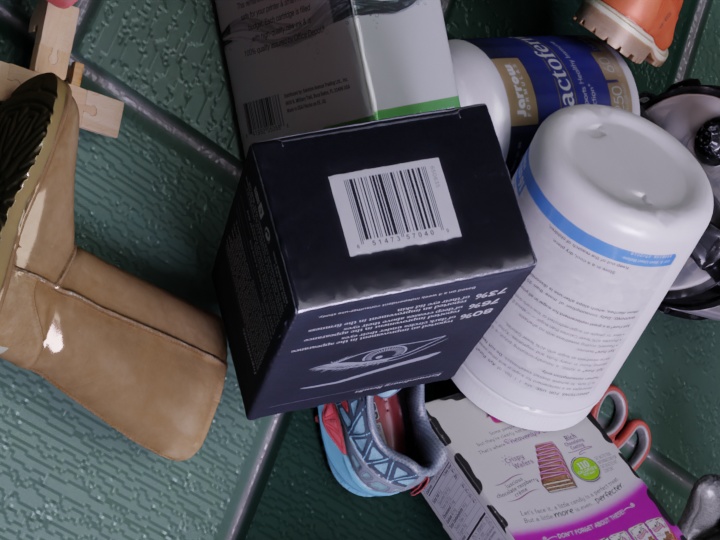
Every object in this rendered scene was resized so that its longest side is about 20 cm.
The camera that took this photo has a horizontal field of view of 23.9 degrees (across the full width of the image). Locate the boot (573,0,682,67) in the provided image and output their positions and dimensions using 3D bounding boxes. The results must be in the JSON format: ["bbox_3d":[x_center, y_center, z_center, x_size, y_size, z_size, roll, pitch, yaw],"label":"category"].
[{"bbox_3d":[0.223,-0.216,1.288,0.075,0.200,0.108,33,102,5],"label":"boot"}]

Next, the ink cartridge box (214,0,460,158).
[{"bbox_3d":[-0.018,-0.152,1.116,0.082,0.146,0.203,-14,95,-39],"label":"ink cartridge box"}]

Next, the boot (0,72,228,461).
[{"bbox_3d":[-0.155,0.002,1.033,0.199,0.066,0.177,32,71,-44],"label":"boot"}]

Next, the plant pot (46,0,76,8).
[{"bbox_3d":[-0.201,-0.277,0.971,0.176,0.200,0.202,27,70,-20],"label":"plant pot"}]

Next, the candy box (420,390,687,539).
[{"bbox_3d":[0.133,0.171,1.190,0.135,0.061,0.201,-12,55,-37],"label":"candy box"}]

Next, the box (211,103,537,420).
[{"bbox_3d":[0.000,0.000,1.015,0.146,0.200,0.105,-10,71,-17],"label":"box"}]

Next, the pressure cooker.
[{"bbox_3d":[0.276,-0.051,1.308,0.199,0.175,0.181,13,84,-45],"label":"pressure cooker"}]

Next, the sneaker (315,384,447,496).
[{"bbox_3d":[0.007,0.056,1.148,0.079,0.095,0.202,-31,105,-36],"label":"sneaker"}]

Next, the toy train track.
[{"bbox_3d":[-0.209,-0.065,1.037,0.114,0.032,0.203,16,82,-43],"label":"toy train track"}]

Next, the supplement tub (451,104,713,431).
[{"bbox_3d":[0.145,-0.001,1.174,0.130,0.201,0.133,15,40,-13],"label":"supplement tub"}]

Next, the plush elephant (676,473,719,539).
[{"bbox_3d":[0.246,0.248,1.289,0.153,0.200,0.166,-19,84,-14],"label":"plush elephant"}]

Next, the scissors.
[{"bbox_3d":[0.157,0.163,1.305,0.200,0.014,0.074,-39,111,-35],"label":"scissors"}]

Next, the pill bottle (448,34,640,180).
[{"bbox_3d":[0.096,-0.108,1.219,0.198,0.115,0.117,-9,91,-38],"label":"pill bottle"}]
